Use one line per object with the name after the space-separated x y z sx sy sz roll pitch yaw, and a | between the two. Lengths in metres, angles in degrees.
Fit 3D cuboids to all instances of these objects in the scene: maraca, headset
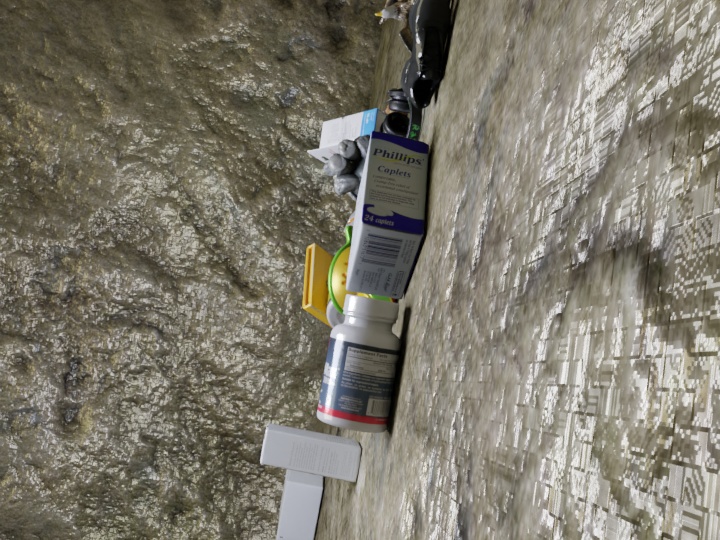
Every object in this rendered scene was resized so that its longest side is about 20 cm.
0.000 0.000 1.659 0.106 0.135 0.204 -12 58 55 | maraca
0.092 -0.307 1.629 0.202 0.092 0.125 -108 29 -48 | headset

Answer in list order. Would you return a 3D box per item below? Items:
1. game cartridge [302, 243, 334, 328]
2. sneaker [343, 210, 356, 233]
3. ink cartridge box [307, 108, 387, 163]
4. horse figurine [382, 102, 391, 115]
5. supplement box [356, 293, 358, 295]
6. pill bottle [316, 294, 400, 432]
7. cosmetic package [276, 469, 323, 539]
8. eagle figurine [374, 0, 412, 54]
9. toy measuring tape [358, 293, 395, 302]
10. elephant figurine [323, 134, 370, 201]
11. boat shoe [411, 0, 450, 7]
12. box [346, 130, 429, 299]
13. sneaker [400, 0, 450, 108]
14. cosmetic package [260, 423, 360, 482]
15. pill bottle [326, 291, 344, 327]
-0.055 0.059 1.897 0.032 0.199 0.179 -25 44 30 | game cartridge
0.036 -0.109 1.811 0.079 0.077 0.199 -62 16 -19 | sneaker
-0.009 -0.285 1.801 0.197 0.115 0.069 -5 70 40 | ink cartridge box
0.072 -0.329 1.893 0.132 0.049 0.204 139 148 -65 | horse figurine
0.038 -0.034 1.584 0.069 0.065 0.205 127 153 -71 | supplement box
0.003 0.146 1.310 0.120 0.117 0.205 156 124 -85 | pill bottle
-0.188 0.720 2.585 0.200 0.120 0.204 -92 13 -77 | cosmetic package
0.103 -0.536 1.702 0.152 0.150 0.200 53 173 -38 | eagle figurine
0.033 0.086 1.503 0.075 0.072 0.203 -84 -11 -45 | toy measuring tape
0.003 -0.205 1.749 0.200 0.139 0.158 77 170 -82 | elephant figurine
0.134 -0.514 1.396 0.072 0.071 0.204 116 169 -80 | boat shoe
0.045 -0.090 1.367 0.185 0.102 0.203 105 173 -54 | box
0.116 -0.365 1.367 0.092 0.074 0.203 -100 11 -50 | sneaker
-0.101 0.368 1.661 0.102 0.195 0.076 142 139 -85 | cosmetic package
-0.014 0.039 1.823 0.202 0.112 0.116 -85 6 -54 | pill bottle
